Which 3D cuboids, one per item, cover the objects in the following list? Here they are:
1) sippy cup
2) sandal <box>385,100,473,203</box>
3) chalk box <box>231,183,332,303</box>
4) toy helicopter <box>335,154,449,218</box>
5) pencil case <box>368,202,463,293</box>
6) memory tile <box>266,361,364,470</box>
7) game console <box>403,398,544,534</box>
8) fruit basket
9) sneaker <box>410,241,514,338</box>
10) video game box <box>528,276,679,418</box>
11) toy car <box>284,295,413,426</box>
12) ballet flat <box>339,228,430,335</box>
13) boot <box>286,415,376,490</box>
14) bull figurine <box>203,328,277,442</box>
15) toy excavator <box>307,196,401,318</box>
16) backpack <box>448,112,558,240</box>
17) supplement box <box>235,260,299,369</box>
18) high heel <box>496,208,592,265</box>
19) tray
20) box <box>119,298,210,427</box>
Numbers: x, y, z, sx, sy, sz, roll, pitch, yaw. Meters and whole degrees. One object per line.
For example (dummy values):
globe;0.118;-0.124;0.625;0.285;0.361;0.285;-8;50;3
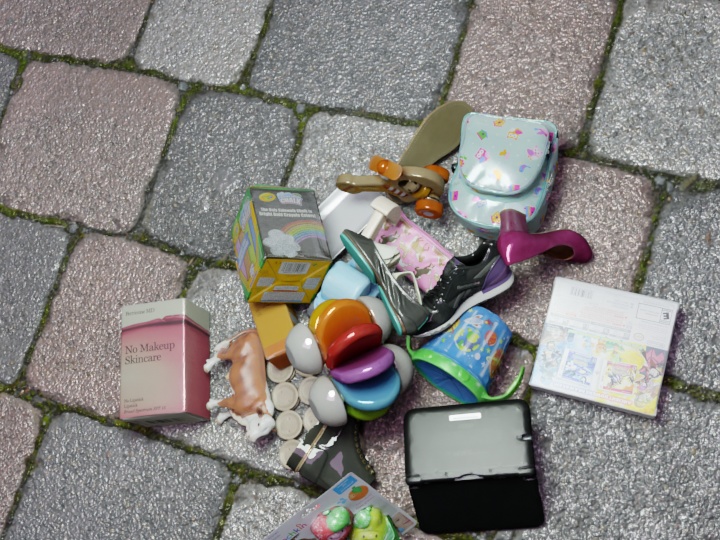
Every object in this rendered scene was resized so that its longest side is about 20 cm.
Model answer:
sippy cup;0.171;0.128;1.579;0.177;0.140;0.131;39;73;-12
sandal;0.106;-0.214;1.725;0.212;0.077;0.070;-53;24;-1
chalk box;-0.140;-0.060;1.664;0.123;0.124;0.201;2;51;-24
toy helicopter;0.042;-0.146;1.629;0.199;0.132;0.080;2;72;30
pencil case;0.095;-0.031;1.666;0.200;0.083;0.087;41;84;23
memory tile;-0.077;0.229;1.672;0.152;0.017;0.202;-14;70;11
game console;0.176;0.306;1.537;0.198;0.117;0.177;-7;64;13
fruit basket;-0.029;0.404;1.501;0.185;0.200;0.094;-38;48;7
sneaker;0.141;0.023;1.553;0.199;0.088;0.076;-33;33;-7
video game box;0.385;0.121;1.559;0.198;0.047;0.184;13;76;19
toy car;-0.005;0.135;1.515;0.174;0.150;0.201;-24;90;-20
ballet flat;0.043;0.009;1.535;0.068;0.068;0.201;-29;73;-9
boot;-0.007;0.275;1.604;0.138;0.077;0.200;37;82;7
bull figurine;-0.202;0.202;1.686;0.120;0.065;0.202;-13;64;18
toy excavator;0.000;0.000;1.626;0.100;0.201;0.195;33;63;22
backpack;0.233;-0.155;1.631;0.174;0.153;0.202;11;84;13
supplement box;-0.153;0.065;1.707;0.066;0.069;0.201;-24;65;7
high heel;0.293;-0.022;1.562;0.067;0.199;0.097;-35;45;50
tray;-0.046;-0.074;1.743;0.200;0.022;0.107;-45;54;0
box;-0.339;0.162;1.715;0.127;0.109;0.202;-8;72;14
